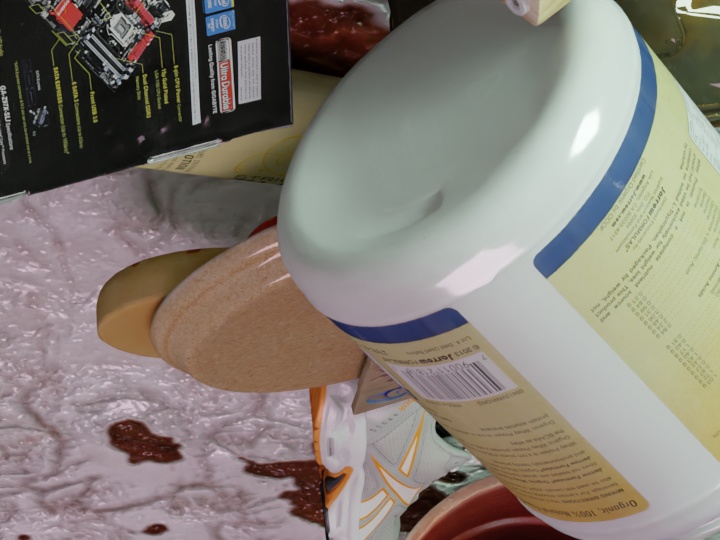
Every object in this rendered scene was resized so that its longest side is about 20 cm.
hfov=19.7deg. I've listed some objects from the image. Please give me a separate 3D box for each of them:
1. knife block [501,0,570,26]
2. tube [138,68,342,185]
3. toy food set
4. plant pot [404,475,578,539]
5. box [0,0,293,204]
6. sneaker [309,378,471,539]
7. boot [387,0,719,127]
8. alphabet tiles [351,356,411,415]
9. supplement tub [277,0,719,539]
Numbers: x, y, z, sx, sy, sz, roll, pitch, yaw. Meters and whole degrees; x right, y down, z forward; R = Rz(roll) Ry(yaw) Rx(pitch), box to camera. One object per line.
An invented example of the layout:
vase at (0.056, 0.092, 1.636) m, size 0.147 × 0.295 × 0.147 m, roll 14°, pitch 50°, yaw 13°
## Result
knife block at (0.083, -0.172, 0.684) m, size 0.175 × 0.200 × 0.064 m, roll -39°, pitch 155°, yaw -24°
tube at (-0.035, -0.059, 0.855) m, size 0.199 × 0.058 × 0.052 m, roll 7°, pitch 104°, yaw -25°
toy food set at (0.000, 0.000, 0.898) m, size 0.197 × 0.049 × 0.200 m, roll 2°, pitch 152°, yaw -43°
plant pot at (0.093, 0.242, 1.200) m, size 0.199 × 0.202 × 0.196 m, roll 4°, pitch 155°, yaw -6°
box at (-0.105, -0.117, 0.672) m, size 0.159 × 0.049 × 0.201 m, roll -18°, pitch 134°, yaw -17°
sneaker at (0.023, 0.096, 1.072) m, size 0.091 × 0.076 × 0.201 m, roll -5°, pitch 148°, yaw -1°
boot at (0.105, -0.107, 0.757) m, size 0.198 × 0.075 × 0.097 m, roll -3°, pitch 150°, yaw 7°
alphabet tiles at (0.084, 0.008, 0.908) m, size 0.166 × 0.008 × 0.200 m, roll -16°, pitch 160°, yaw -13°
supplement tub at (0.081, 0.007, 0.742) m, size 0.144 × 0.145 × 0.200 m, roll -23°, pitch 129°, yaw 31°
